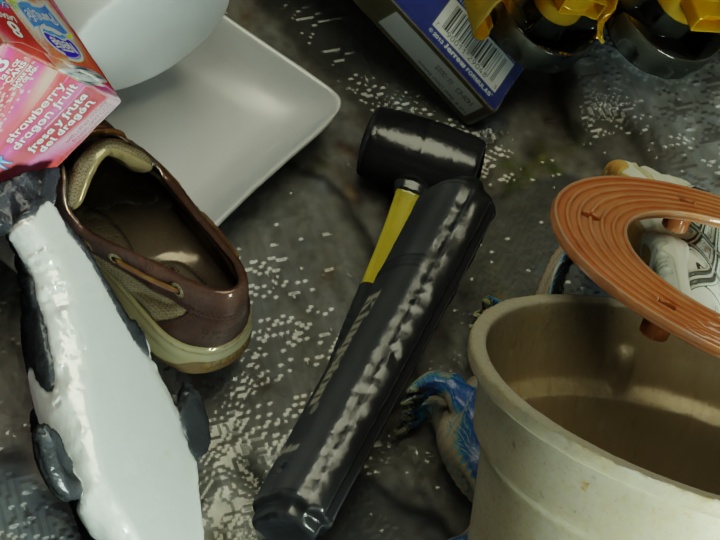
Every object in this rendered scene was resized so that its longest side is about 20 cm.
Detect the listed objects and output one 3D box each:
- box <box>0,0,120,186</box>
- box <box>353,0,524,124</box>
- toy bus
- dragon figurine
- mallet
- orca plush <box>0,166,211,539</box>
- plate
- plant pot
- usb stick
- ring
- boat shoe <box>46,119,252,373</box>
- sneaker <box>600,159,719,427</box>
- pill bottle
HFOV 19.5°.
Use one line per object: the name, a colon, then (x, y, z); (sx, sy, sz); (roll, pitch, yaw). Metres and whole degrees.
box: (-0.222, -0.056, 0.956); (0.200, 0.095, 0.100); (-43, 63, 14)
box: (0.073, -0.190, 1.166); (0.121, 0.032, 0.200); (46, 56, -15)
toy bus: (0.141, -0.218, 1.131); (0.199, 0.136, 0.193); (-3, 63, -31)
dragon figurine: (0.085, 0.066, 1.003); (0.099, 0.059, 0.200); (36, 62, 14)
mallet: (0.000, 0.000, 1.054); (0.065, 0.041, 0.201); (24, 59, 7)
orca plush: (-0.139, 0.060, 0.952); (0.201, 0.071, 0.105); (59, 39, -11)
plate: (-0.143, -0.076, 1.084); (0.199, 0.032, 0.200); (35, 57, 15)
plant pot: (0.117, 0.135, 0.862); (0.199, 0.185, 0.201); (13, 19, -5)
usb stick: (0.007, 0.039, 0.990); (0.033, 0.055, 0.201); (40, 61, -21)
ring: (0.175, 0.012, 0.921); (0.199, 0.019, 0.201); (17, 23, -7)
boat shoe: (-0.121, -0.041, 0.999); (0.072, 0.072, 0.200); (-31, 67, -26)
sneaker: (0.168, 0.012, 1.022); (0.087, 0.076, 0.201); (12, 34, -10)
pill bottle: (-0.156, -0.199, 1.070); (0.113, 0.114, 0.201); (-24, 71, -23)
